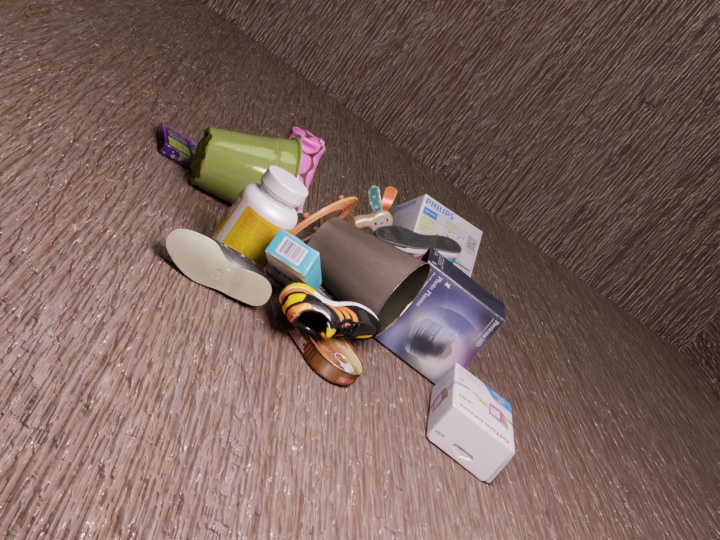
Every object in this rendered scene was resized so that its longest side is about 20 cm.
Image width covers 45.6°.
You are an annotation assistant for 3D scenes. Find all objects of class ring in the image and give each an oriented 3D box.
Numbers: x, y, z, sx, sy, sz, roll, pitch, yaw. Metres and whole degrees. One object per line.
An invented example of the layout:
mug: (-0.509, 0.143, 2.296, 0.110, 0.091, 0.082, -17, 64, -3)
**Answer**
ring: (-0.092, -0.086, 1.628, 0.019, 0.200, 0.200, 57, 20, 7)

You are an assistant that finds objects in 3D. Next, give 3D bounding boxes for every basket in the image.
basket: (0.000, 0.000, 1.618, 0.200, 0.180, 0.136, 36, -26, 20)

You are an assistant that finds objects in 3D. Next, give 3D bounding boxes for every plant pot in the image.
plant pot: (-0.246, -0.211, 1.777, 0.189, 0.201, 0.200, 17, 24, -22)

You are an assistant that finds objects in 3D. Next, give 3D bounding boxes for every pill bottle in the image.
pill bottle: (-0.182, -0.082, 1.513, 0.112, 0.200, 0.113, 34, 18, -12)

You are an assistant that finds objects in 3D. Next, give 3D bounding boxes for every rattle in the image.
rattle: (0.033, -0.079, 1.932, 0.130, 0.200, 0.143, 33, 18, -15)

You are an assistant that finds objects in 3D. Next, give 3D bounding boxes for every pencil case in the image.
pencil case: (-0.145, -0.215, 1.920, 0.093, 0.201, 0.091, 22, 13, 4)

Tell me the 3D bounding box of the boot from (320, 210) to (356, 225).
boot: (-0.012, -0.031, 1.844, 0.200, 0.077, 0.156, 45, -17, 34)

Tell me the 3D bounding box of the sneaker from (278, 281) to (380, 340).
sneaker: (-0.048, 0.093, 1.461, 0.199, 0.070, 0.090, 23, 27, -28)

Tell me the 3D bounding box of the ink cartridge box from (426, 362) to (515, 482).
ink cartridge box: (0.204, 0.277, 1.582, 0.144, 0.085, 0.200, 37, 19, -4)

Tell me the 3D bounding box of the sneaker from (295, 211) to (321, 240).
sneaker: (-0.134, -0.074, 1.798, 0.200, 0.084, 0.073, -1, 72, -72)

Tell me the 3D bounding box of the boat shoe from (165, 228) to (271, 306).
boat shoe: (-0.240, -0.010, 1.441, 0.201, 0.074, 0.063, 32, 9, -24)

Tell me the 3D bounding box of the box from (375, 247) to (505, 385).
box: (0.158, 0.098, 1.741, 0.198, 0.200, 0.123, 37, 17, -4)

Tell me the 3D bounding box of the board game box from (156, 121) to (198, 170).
board game box: (-0.350, -0.243, 1.870, 0.199, 0.032, 0.120, 29, 24, -30)

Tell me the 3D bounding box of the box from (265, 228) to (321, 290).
box: (-0.115, -0.005, 1.514, 0.082, 0.049, 0.200, 33, -13, 7)

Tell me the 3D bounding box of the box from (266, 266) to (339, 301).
box: (-0.077, 0.024, 1.712, 0.158, 0.048, 0.200, 43, 18, 12)

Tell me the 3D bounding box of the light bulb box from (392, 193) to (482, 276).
light bulb box: (0.165, -0.040, 2.056, 0.198, 0.201, 0.125, 30, -25, -26)

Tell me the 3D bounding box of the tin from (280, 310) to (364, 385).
tin: (-0.068, 0.124, 1.501, 0.112, 0.042, 0.200, 14, 29, -45)

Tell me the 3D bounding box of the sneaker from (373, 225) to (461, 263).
sneaker: (0.104, -0.023, 1.823, 0.199, 0.121, 0.084, 11, 35, -20)
